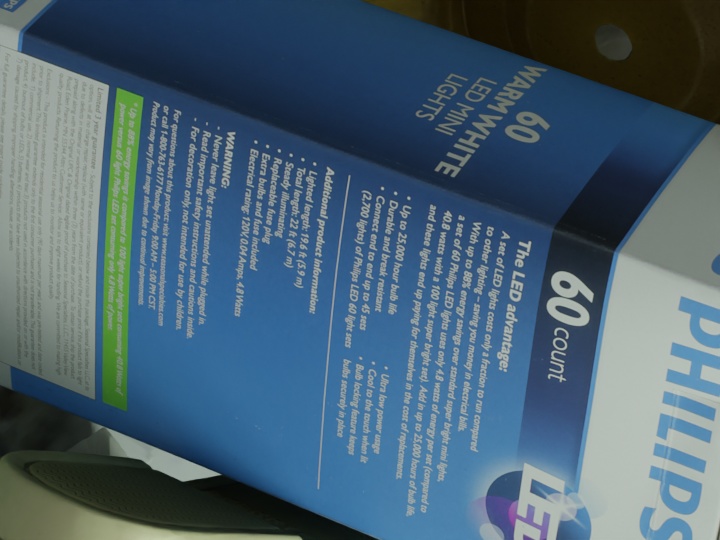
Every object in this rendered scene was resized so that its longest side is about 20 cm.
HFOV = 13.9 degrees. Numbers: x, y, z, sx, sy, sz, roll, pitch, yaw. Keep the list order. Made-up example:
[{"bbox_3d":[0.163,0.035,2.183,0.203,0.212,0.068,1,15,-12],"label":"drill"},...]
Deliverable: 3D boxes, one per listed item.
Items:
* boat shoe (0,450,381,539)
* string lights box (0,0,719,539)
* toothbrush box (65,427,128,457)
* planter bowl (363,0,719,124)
[{"bbox_3d":[-0.018,0.088,0.687,0.199,0.075,0.069,14,97,-47],"label":"boat shoe"},{"bbox_3d":[0.000,0.000,0.659,0.059,0.199,0.103,-48,153,-48],"label":"string lights box"},{"bbox_3d":[-0.067,0.168,0.766,0.145,0.086,0.201,-34,102,1],"label":"toothbrush box"},{"bbox_3d":[0.047,-0.038,0.701,0.083,0.199,0.201,-48,151,-46],"label":"planter bowl"}]
